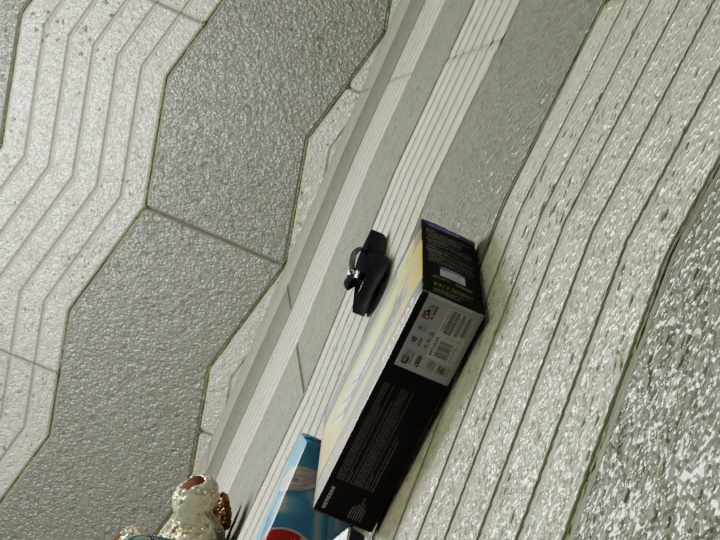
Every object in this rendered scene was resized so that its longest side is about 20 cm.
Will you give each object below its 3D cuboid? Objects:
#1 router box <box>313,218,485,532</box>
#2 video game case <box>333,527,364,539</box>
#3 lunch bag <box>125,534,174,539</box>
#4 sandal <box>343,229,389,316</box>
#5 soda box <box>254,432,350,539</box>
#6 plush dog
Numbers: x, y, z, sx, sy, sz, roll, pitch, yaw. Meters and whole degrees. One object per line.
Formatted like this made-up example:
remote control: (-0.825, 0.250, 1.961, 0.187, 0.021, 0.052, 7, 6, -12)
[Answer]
router box: (0.029, 0.077, 0.965, 0.157, 0.052, 0.200, -84, 19, -69)
video game case: (-0.056, 0.297, 0.893, 0.143, 0.019, 0.200, -46, 19, 32)
lunch bag: (-0.190, 0.368, 1.284, 0.200, 0.160, 0.077, -89, 17, -57)
sandal: (0.000, 0.000, 1.487, 0.200, 0.043, 0.076, -93, 27, -75)
soda box: (-0.059, 0.244, 1.049, 0.068, 0.064, 0.200, 177, 116, -83)
plush dog: (-0.257, 0.417, 1.864, 0.200, 0.160, 0.172, -39, -9, -1)
